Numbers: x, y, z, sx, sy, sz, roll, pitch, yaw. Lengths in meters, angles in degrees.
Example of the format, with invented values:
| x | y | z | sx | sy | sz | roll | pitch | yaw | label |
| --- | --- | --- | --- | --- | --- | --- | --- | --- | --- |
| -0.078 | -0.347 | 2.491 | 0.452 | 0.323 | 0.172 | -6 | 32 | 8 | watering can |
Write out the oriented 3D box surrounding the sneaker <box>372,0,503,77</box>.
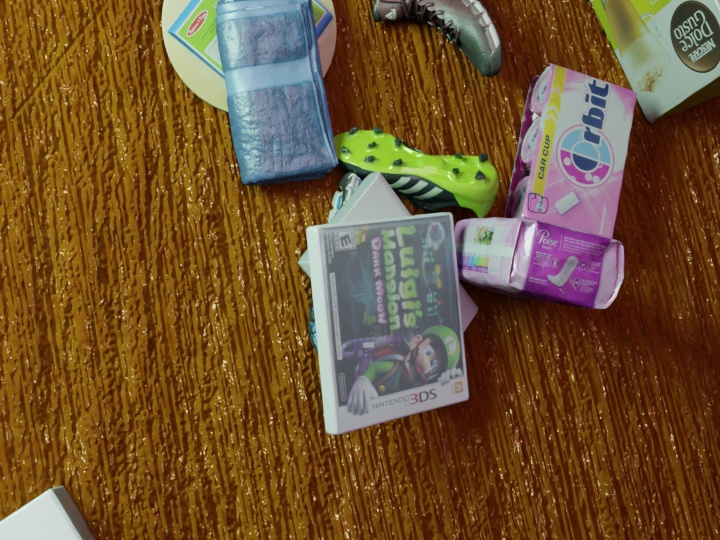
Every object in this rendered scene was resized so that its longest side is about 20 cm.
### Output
| x | y | z | sx | sy | sz | roll | pitch | yaw | label |
| --- | --- | --- | --- | --- | --- | --- | --- | --- | --- |
| 0.076 | -0.294 | 1.067 | 0.114 | 0.076 | 0.202 | -26 | 76 | -10 | sneaker |

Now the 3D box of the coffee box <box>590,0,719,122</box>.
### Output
| x | y | z | sx | sy | sz | roll | pitch | yaw | label |
| --- | --- | --- | --- | --- | --- | --- | --- | --- | --- |
| 0.423 | -0.325 | 1.074 | 0.197 | 0.200 | 0.201 | -23 | 85 | -15 | coffee box |

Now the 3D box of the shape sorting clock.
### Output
| x | y | z | sx | sy | sz | roll | pitch | yaw | label |
| --- | --- | --- | --- | --- | --- | --- | --- | --- | --- |
| -0.123 | -0.274 | 1.029 | 0.196 | 0.039 | 0.205 | 0 | 91 | -16 | shape sorting clock |

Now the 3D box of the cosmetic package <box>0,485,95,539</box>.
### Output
| x | y | z | sx | sy | sz | roll | pitch | yaw | label |
| --- | --- | --- | --- | --- | --- | --- | --- | --- | --- |
| -0.350 | 0.287 | 0.846 | 0.198 | 0.101 | 0.072 | -33 | 87 | -17 | cosmetic package |

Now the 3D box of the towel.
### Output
| x | y | z | sx | sy | sz | roll | pitch | yaw | label |
| --- | --- | --- | --- | --- | --- | --- | --- | --- | --- |
| -0.092 | -0.197 | 0.994 | 0.109 | 0.048 | 0.205 | -10 | 94 | -16 | towel |

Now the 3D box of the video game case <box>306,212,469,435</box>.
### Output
| x | y | z | sx | sy | sz | roll | pitch | yaw | label |
| --- | --- | --- | --- | --- | --- | --- | --- | --- | --- |
| 0.033 | 0.049 | 0.936 | 0.179 | 0.023 | 0.205 | -8 | 93 | -37 | video game case |

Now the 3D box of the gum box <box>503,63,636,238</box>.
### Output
| x | y | z | sx | sy | sz | roll | pitch | yaw | label |
| --- | --- | --- | --- | --- | --- | --- | --- | --- | --- |
| 0.245 | -0.133 | 1.069 | 0.111 | 0.066 | 0.204 | 16 | 76 | -10 | gum box |

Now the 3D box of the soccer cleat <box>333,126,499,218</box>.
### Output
| x | y | z | sx | sy | sz | roll | pitch | yaw | label |
| --- | --- | --- | --- | --- | --- | --- | --- | --- | --- |
| 0.056 | -0.104 | 1.025 | 0.196 | 0.082 | 0.068 | 15 | 52 | 11 | soccer cleat |

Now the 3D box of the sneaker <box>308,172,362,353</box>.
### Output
| x | y | z | sx | sy | sz | roll | pitch | yaw | label |
| --- | --- | --- | --- | --- | --- | --- | --- | --- | --- |
| 0.000 | 0.000 | 0.992 | 0.085 | 0.075 | 0.204 | 17 | 78 | -16 | sneaker |

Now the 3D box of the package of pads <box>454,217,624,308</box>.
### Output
| x | y | z | sx | sy | sz | roll | pitch | yaw | label |
| --- | --- | --- | --- | --- | --- | --- | --- | --- | --- |
| 0.176 | -0.009 | 0.960 | 0.118 | 0.200 | 0.077 | 12 | 90 | -13 | package of pads |

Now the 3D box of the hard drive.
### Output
| x | y | z | sx | sy | sz | roll | pitch | yaw | label |
| --- | --- | --- | --- | --- | --- | --- | --- | --- | --- |
| 0.035 | 0.017 | 0.969 | 0.201 | 0.026 | 0.132 | 52 | 61 | -24 | hard drive |
